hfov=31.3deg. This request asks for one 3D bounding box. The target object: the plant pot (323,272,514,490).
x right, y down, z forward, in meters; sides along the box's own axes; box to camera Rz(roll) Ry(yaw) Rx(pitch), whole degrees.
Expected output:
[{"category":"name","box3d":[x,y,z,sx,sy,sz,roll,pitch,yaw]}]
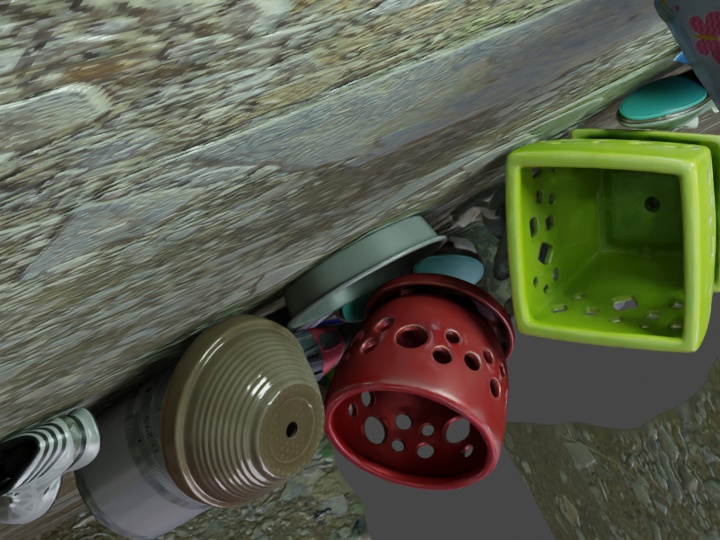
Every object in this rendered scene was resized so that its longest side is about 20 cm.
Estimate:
[{"category":"plant pot","box3d":[0.070,0.115,1.429,0.200,0.200,0.184,-35,-150,46]}]

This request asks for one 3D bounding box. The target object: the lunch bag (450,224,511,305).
[{"category":"lunch bag","box3d":[0.132,0.032,1.784,0.167,0.140,0.199,-34,171,36]}]

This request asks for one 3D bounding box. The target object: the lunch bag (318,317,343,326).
[{"category":"lunch bag","box3d":[-0.082,0.149,1.872,0.199,0.125,0.170,-3,158,-42]}]

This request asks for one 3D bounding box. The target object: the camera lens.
[{"category":"camera lens","box3d":[-0.216,0.204,1.463,0.199,0.161,0.160,-33,173,34]}]

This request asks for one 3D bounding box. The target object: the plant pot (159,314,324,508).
[{"category":"plant pot","box3d":[-0.103,0.152,1.323,0.092,0.203,0.200,12,-156,40]}]

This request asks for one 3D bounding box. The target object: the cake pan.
[{"category":"cake pan","box3d":[0.000,0.000,1.388,0.199,0.037,0.200,-29,174,-4]}]

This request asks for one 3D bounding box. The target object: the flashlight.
[{"category":"flashlight","box3d":[-0.007,0.084,1.573,0.199,0.069,0.067,-17,-153,-34]}]

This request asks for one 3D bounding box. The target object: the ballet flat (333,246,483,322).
[{"category":"ballet flat","box3d":[0.049,0.008,1.545,0.198,0.068,0.072,-20,-148,-17]}]

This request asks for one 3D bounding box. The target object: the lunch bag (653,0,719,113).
[{"category":"lunch bag","box3d":[0.326,-0.205,0.843,0.199,0.128,0.169,-34,179,-28]}]

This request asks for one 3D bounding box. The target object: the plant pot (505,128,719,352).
[{"category":"plant pot","box3d":[0.277,-0.046,1.329,0.198,0.201,0.181,6,-158,30]}]

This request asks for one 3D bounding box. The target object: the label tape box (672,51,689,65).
[{"category":"label tape box","box3d":[0.412,-0.236,1.255,0.199,0.066,0.143,-34,173,21]}]

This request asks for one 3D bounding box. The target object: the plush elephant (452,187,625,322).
[{"category":"plush elephant","box3d":[0.202,-0.041,1.528,0.163,0.202,0.155,-12,-171,-26]}]

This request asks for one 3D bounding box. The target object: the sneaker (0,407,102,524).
[{"category":"sneaker","box3d":[-0.366,0.212,1.342,0.115,0.076,0.200,-8,152,-49]}]

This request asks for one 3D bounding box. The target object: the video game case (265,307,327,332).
[{"category":"video game case","box3d":[-0.122,0.087,1.584,0.199,0.026,0.181,-26,173,-30]}]

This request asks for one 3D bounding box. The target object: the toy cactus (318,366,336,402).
[{"category":"toy cactus","box3d":[-0.084,0.168,1.607,0.199,0.103,0.165,-28,173,-29]}]

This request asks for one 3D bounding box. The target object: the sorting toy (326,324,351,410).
[{"category":"sorting toy","box3d":[-0.107,0.166,1.722,0.199,0.037,0.186,-29,142,-8]}]

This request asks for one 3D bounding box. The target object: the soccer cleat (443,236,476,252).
[{"category":"soccer cleat","box3d":[0.055,0.010,1.646,0.199,0.070,0.077,-29,153,17]}]

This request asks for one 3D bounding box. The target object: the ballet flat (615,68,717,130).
[{"category":"ballet flat","box3d":[0.362,-0.185,1.372,0.199,0.067,0.064,-30,133,-12]}]
